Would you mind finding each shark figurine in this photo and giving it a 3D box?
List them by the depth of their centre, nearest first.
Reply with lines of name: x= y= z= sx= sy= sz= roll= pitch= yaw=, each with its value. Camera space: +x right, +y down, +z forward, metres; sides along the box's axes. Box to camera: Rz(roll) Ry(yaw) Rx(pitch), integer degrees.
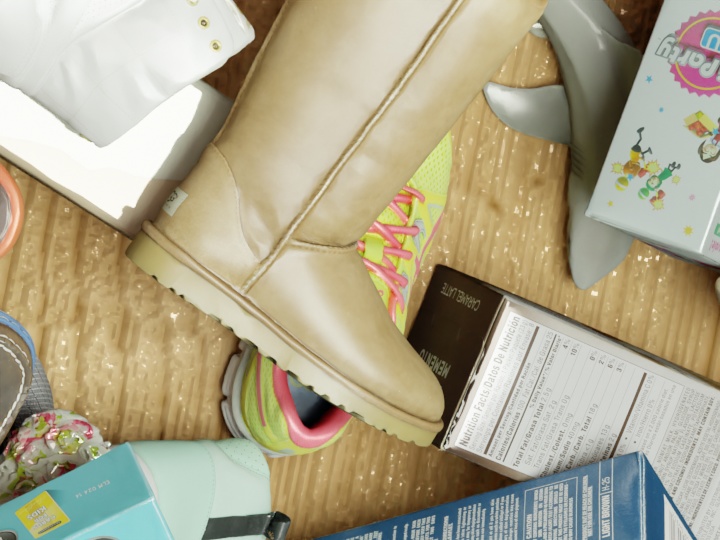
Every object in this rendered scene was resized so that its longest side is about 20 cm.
shark figurine: x=0.102 y=-0.109 z=1.162 sx=0.128 sy=0.089 sz=0.215 roll=-40 pitch=107 yaw=-9

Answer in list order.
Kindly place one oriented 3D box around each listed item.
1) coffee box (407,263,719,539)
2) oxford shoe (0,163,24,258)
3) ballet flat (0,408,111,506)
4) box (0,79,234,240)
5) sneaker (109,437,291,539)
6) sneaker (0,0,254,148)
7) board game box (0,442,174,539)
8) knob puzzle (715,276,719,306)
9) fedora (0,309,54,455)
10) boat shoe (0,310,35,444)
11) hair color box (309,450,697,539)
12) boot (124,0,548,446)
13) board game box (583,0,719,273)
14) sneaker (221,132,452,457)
coffee box: x=0.124 y=0.076 z=1.174 sx=0.199 sy=0.114 sz=0.080 roll=23 pitch=91 yaw=-15
oxford shoe: x=-0.222 y=-0.057 z=1.042 sx=0.199 sy=0.073 sz=0.072 roll=27 pitch=93 yaw=17
ballet flat: x=-0.148 y=0.161 z=1.054 sx=0.075 sy=0.064 sz=0.201 roll=15 pitch=110 yaw=9
box: x=-0.123 y=-0.071 z=1.100 sx=0.199 sy=0.095 sz=0.078 roll=33 pitch=87 yaw=-15
sneaker: x=-0.103 y=0.167 z=1.142 sx=0.118 sy=0.074 sz=0.201 roll=-6 pitch=128 yaw=-48
sneaker: x=-0.080 y=-0.149 z=1.025 sx=0.115 sy=0.074 sz=0.200 roll=38 pitch=93 yaw=-17
board game box: x=-0.154 y=0.182 z=0.999 sx=0.199 sy=0.047 sz=0.152 roll=-26 pitch=123 yaw=-7
knob puzzle: x=0.245 y=-0.030 z=1.162 sx=0.219 sy=0.220 sz=0.031 roll=-30 pitch=66 yaw=-10
fedora: x=-0.234 y=0.069 z=1.084 sx=0.200 sy=0.090 sz=0.177 roll=42 pitch=87 yaw=-28
boat shoe: x=-0.205 y=0.103 z=1.013 sx=0.200 sy=0.072 sz=0.072 roll=-49 pitch=119 yaw=-2
hair color box: x=0.059 y=0.159 z=1.125 sx=0.199 sy=0.061 sz=0.100 roll=-17 pitch=130 yaw=22
boot: x=0.017 y=-0.044 z=1.049 sx=0.175 sy=0.066 sz=0.200 roll=35 pitch=94 yaw=-21
board game box: x=0.187 y=-0.101 z=1.151 sx=0.064 sy=0.147 sz=0.201 roll=19 pitch=91 yaw=23
sneaker: x=0.000 y=0.000 z=1.142 sx=0.078 sy=0.090 sz=0.201 roll=18 pitch=90 yaw=-15
